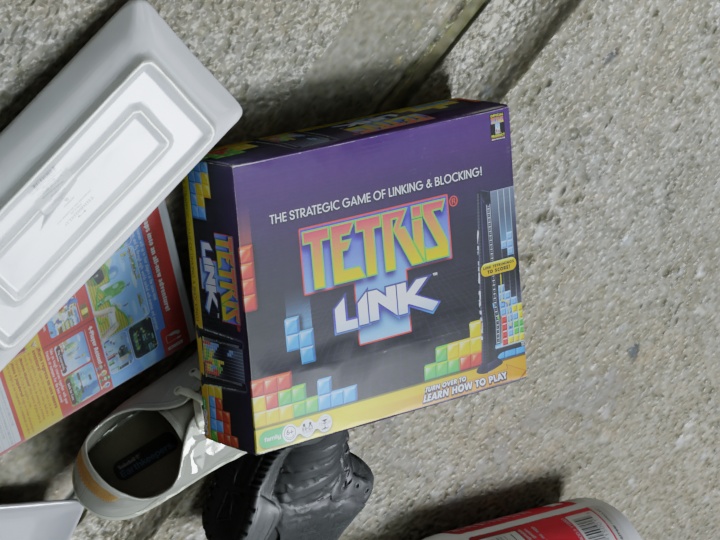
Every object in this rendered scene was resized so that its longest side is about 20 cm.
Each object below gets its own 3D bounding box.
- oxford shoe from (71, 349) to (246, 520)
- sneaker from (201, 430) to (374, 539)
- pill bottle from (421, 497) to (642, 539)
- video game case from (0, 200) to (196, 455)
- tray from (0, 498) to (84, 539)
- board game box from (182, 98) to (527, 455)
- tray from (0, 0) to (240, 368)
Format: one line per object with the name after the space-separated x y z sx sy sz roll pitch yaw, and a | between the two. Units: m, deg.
-0.082 0.074 1.611 0.200 0.075 0.058 -36 169 -7 | oxford shoe
-0.030 0.117 1.723 0.104 0.060 0.200 0 128 -46 | sneaker
0.094 0.226 1.897 0.200 0.112 0.113 -10 131 -37 | pill bottle
-0.186 0.037 1.527 0.200 0.017 0.143 -31 141 -19 | video game case
-0.242 0.211 1.635 0.107 0.022 0.200 0 124 -45 | tray
0.000 0.000 1.584 0.200 0.057 0.166 -15 107 -35 | board game box
-0.152 -0.038 1.454 0.200 0.022 0.107 -47 133 -4 | tray
